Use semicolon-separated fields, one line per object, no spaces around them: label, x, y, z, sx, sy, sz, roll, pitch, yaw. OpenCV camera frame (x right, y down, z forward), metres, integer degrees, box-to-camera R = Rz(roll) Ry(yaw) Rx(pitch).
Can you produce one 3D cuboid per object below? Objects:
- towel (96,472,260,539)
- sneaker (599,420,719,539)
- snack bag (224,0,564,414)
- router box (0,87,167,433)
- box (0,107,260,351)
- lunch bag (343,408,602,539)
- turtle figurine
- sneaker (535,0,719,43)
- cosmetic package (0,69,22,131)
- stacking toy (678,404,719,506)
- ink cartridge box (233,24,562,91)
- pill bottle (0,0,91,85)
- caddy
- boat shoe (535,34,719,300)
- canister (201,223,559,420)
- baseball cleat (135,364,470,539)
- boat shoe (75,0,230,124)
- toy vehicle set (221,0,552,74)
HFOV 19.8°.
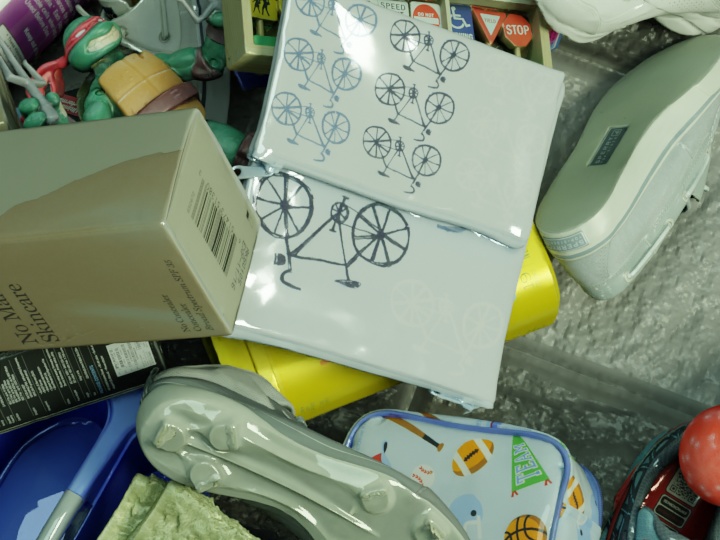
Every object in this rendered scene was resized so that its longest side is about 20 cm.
towel;-0.073;0.214;1.086;0.200;0.036;0.149;36;90;3
sneaker;0.155;0.167;1.157;0.079;0.096;0.201;24;75;7
snack bag;0.017;-0.038;1.123;0.188;0.021;0.201;17;83;-28
router box;-0.205;-0.002;1.174;0.149;0.062;0.201;-19;46;-3
box;-0.163;-0.016;1.051;0.199;0.095;0.078;-6;50;22
lunch bag;0.044;0.175;1.152;0.159;0.076;0.201;5;70;27
turtle figurine;-0.110;-0.092;1.147;0.150;0.101;0.200;-43;84;-17
sneaker;0.181;-0.185;1.211;0.199;0.099;0.078;-11;85;-42
cosmetic package;-0.287;-0.054;1.150;0.199;0.073;0.104;-21;46;-5
stacking toy;0.245;0.083;1.135;0.199;0.085;0.086;-15;69;-48
ink cartridge box;0.009;-0.163;1.264;0.199;0.076;0.137;-25;76;-6
pill bottle;-0.209;-0.197;1.251;0.112;0.112;0.200;40;77;10
caddy;-0.168;0.155;1.151;0.141;0.105;0.201;27;75;6
boat shoe;0.172;-0.061;1.238;0.201;0.070;0.072;-52;125;-34
canister;0.000;0.000;1.210;0.199;0.087;0.149;-21;75;-8
baseball cleat;-0.025;0.103;1.103;0.199;0.107;0.070;32;108;-13
boat shoe;-0.129;-0.153;1.213;0.086;0.075;0.203;-13;115;-27
toy vehicle set;0.014;-0.167;1.167;0.199;0.026;0.125;2;73;-29
